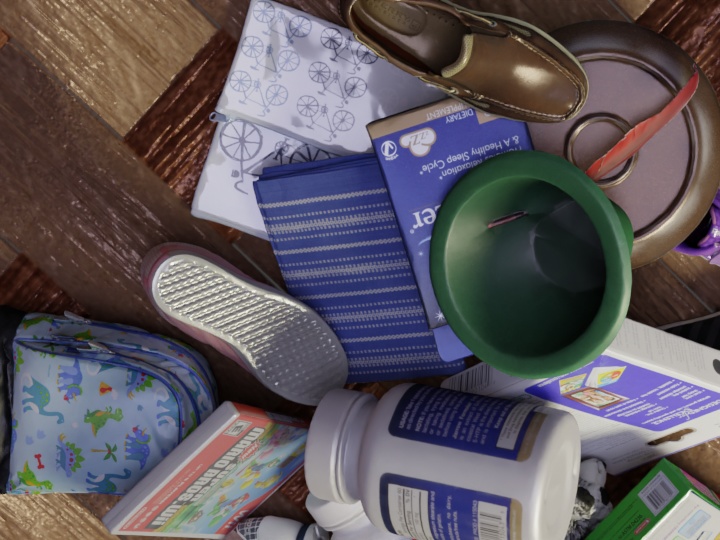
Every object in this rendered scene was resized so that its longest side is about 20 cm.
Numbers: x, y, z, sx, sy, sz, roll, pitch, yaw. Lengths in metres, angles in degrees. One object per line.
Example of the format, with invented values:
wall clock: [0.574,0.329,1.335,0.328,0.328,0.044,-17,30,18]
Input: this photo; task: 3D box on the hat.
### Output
hat: [0.176,-0.026,1.157,0.199,0.175,0.167,-30,83,39]

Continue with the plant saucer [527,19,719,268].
plant saucer: [0.189,-0.095,1.199,0.198,0.032,0.203,1,99,7]

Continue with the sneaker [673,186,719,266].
sneaker: [0.305,-0.036,1.258,0.198,0.089,0.081,15,102,-4]

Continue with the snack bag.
snack bag: [-0.036,-0.106,1.277,0.187,0.021,0.202,20,103,-5]

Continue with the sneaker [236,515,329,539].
sneaker: [-0.073,0.316,1.358,0.080,0.076,0.202,4,99,11]

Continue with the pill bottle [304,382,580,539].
pill bottle: [0.063,0.153,1.193,0.198,0.120,0.121,9,104,22]

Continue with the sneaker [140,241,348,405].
sneaker: [-0.102,0.038,1.283,0.199,0.105,0.076,34,87,-24]

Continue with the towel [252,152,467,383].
towel: [0.000,0.000,1.264,0.143,0.024,0.202,-6,113,28]

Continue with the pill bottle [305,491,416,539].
pill bottle: [0.043,0.254,1.316,0.108,0.109,0.201,-36,101,8]

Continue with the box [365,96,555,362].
box: [0.090,-0.036,1.183,0.120,0.032,0.202,-17,98,4]

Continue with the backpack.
backpack: [-0.218,0.120,1.281,0.198,0.154,0.165,6,95,-14]

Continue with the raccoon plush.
raccoon plush: [0.130,0.224,1.289,0.199,0.097,0.134,-33,142,1]

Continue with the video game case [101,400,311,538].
video game case: [-0.113,0.170,1.262,0.143,0.200,0.017,-43,68,9]

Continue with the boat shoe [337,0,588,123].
boat shoe: [0.073,-0.155,1.107,0.200,0.075,0.075,22,112,-5]

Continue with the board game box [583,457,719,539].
board game box: [0.264,0.257,1.296,0.153,0.040,0.200,-47,134,9]

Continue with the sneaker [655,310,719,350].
sneaker: [0.292,0.076,1.284,0.199,0.083,0.072,-28,101,10]

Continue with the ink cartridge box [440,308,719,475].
ink cartridge box: [0.201,0.104,1.242,0.199,0.044,0.198,21,148,-29]
